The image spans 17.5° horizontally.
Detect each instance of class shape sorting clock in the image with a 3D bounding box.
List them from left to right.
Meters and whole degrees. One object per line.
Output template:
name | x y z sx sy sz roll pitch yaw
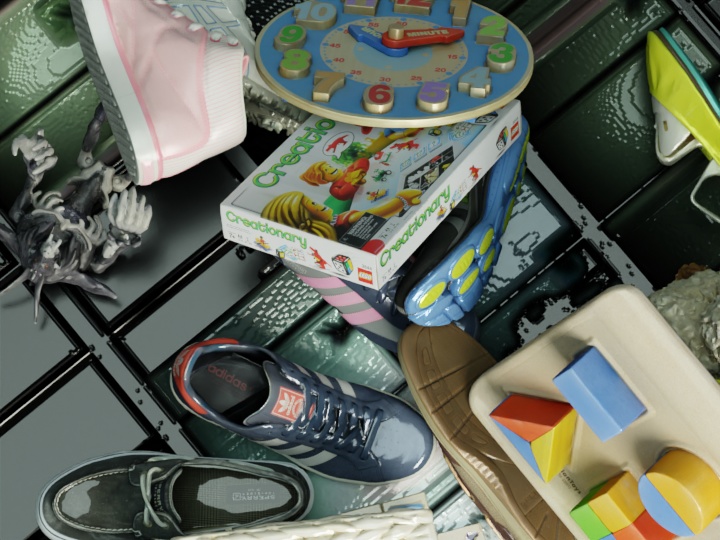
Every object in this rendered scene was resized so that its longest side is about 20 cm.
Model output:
shape sorting clock | 0.024 -0.157 1.673 0.200 0.200 0.039 2 119 -1

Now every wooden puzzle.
wooden puzzle | 0.170 0.121 1.550 0.046 0.200 0.185 -38 89 -36

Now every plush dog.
plush dog | 0.205 0.072 1.649 0.172 0.200 0.160 -22 48 -14

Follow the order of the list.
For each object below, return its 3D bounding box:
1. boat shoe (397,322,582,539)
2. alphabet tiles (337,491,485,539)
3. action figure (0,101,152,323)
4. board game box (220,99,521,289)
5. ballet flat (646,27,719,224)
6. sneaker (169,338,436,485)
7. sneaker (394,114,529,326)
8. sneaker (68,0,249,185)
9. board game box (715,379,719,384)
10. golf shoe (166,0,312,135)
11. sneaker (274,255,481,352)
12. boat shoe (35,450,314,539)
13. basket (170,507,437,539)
boat shoe | 0.084 0.127 1.669 0.072 0.072 0.200 -37 90 -31
alphabet tiles | 0.004 0.256 1.680 0.200 0.006 0.166 -15 82 -3
action figure | -0.198 -0.061 1.681 0.119 0.102 0.200 30 78 2
board game box | 0.010 -0.071 1.632 0.126 0.035 0.200 18 44 26
ballet flat | 0.258 -0.085 1.715 0.067 0.067 0.200 -40 84 7
sneaker | -0.042 0.101 1.664 0.200 0.085 0.075 16 81 1
sneaker | 0.062 -0.039 1.681 0.083 0.071 0.200 12 53 14
sneaker | -0.140 -0.160 1.646 0.105 0.075 0.200 -17 69 -12
board game box | 0.261 0.162 1.612 0.102 0.200 0.048 -1 41 -2
golf shoe | -0.104 -0.181 1.717 0.200 0.078 0.097 36 76 3
sneaker | 0.000 0.000 1.683 0.200 0.082 0.070 33 82 4
boat shoe | -0.134 0.158 1.660 0.200 0.071 0.072 -7 81 -2
basket | -0.033 0.239 1.613 0.200 0.136 0.123 -6 77 -2
